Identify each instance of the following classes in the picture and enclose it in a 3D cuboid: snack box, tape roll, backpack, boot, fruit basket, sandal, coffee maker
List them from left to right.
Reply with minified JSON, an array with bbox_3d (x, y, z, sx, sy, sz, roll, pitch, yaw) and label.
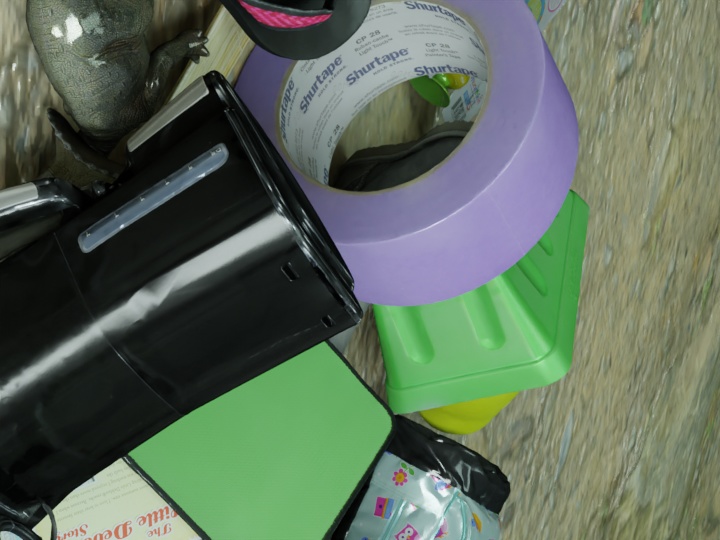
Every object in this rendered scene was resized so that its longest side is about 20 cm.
[{"bbox_3d":[-0.104,0.029,0.852,0.200,0.193,0.135,-30,168,5],"label":"coffee maker"},{"bbox_3d":[-0.119,0.101,0.996,0.200,0.037,0.117,-17,83,-42],"label":"snack box"},{"bbox_3d":[-0.047,-0.165,0.961,0.200,0.045,0.075,25,82,-56],"label":"sandal"},{"bbox_3d":[0.002,0.001,1.124,0.073,0.182,0.200,51,55,-19],"label":"boot"},{"bbox_3d":[0.031,0.221,1.322,0.201,0.126,0.167,-65,153,-7],"label":"backpack"},{"bbox_3d":[0.026,-0.086,1.071,0.201,0.199,0.085,-62,149,-16],"label":"tape roll"},{"bbox_3d":[0.088,0.034,1.264,0.215,0.155,0.217,-13,90,-68],"label":"fruit basket"}]

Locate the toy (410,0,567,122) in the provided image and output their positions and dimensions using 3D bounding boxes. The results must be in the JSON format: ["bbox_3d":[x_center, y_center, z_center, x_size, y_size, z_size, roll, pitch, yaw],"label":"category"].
[{"bbox_3d":[0.097,-0.203,1.281,0.200,0.047,0.115,-55,150,-21],"label":"toy"}]

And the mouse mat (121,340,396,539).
[{"bbox_3d":[-0.075,0.072,1.014,0.200,0.008,0.161,49,49,-14],"label":"mouse mat"}]

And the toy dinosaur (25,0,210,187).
[{"bbox_3d":[-0.134,-0.119,0.908,0.102,0.077,0.201,-59,155,-47],"label":"toy dinosaur"}]

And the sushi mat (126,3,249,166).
[{"bbox_3d":[-0.089,-0.110,1.014,0.201,0.012,0.096,-62,174,-16],"label":"sushi mat"}]
